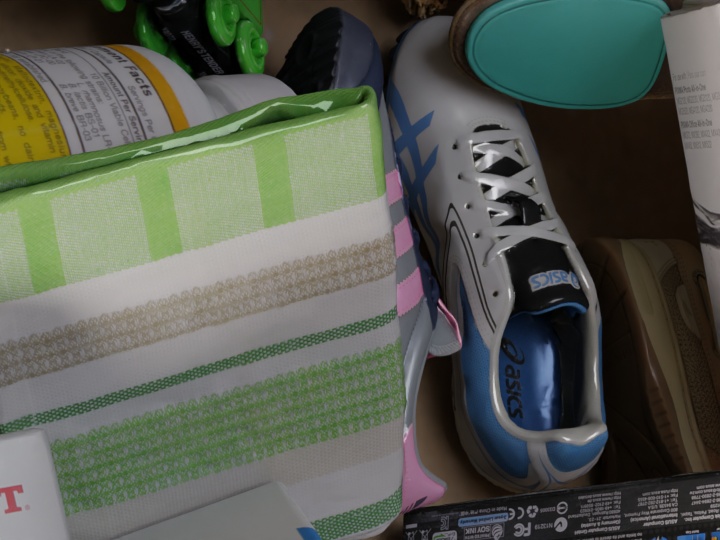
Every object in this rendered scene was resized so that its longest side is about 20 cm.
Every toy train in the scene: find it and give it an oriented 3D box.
[{"bbox_3d":[-0.082,-0.127,1.035,0.200,0.042,0.056,49,35,-60],"label":"toy train"}]

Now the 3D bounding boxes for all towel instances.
[{"bbox_3d":[-0.058,0.030,0.972,0.149,0.200,0.031,-15,42,-14],"label":"towel"}]

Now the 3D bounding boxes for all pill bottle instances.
[{"bbox_3d":[-0.115,-0.022,1.004,0.200,0.113,0.113,-8,80,-35],"label":"pill bottle"}]

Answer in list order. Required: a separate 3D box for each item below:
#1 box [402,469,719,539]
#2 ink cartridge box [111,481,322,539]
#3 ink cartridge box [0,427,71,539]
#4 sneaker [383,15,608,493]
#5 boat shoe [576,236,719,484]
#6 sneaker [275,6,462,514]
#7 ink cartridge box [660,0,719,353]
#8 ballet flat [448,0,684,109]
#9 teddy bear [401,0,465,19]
[{"bbox_3d":[0.106,0.173,1.040,0.048,0.200,0.193,24,61,-53],"label":"box"},{"bbox_3d":[-0.023,0.189,0.946,0.084,0.145,0.200,-19,102,-7],"label":"ink cartridge box"},{"bbox_3d":[-0.169,0.165,0.891,0.145,0.145,0.200,-8,79,-35],"label":"ink cartridge box"},{"bbox_3d":[0.060,-0.011,1.143,0.072,0.072,0.200,-7,78,-33],"label":"sneaker"},{"bbox_3d":[0.138,0.080,1.166,0.064,0.071,0.200,-3,76,-33],"label":"boat shoe"},{"bbox_3d":[0.000,0.000,1.101,0.082,0.070,0.200,11,78,-25],"label":"sneaker"},{"bbox_3d":[0.210,-0.020,1.100,0.145,0.083,0.200,-11,93,-6],"label":"ink cartridge box"},{"bbox_3d":[0.123,-0.108,1.169,0.200,0.068,0.072,-2,40,-17],"label":"ballet flat"},{"bbox_3d":[0.053,-0.177,1.119,0.067,0.200,0.145,27,84,3],"label":"teddy bear"}]
